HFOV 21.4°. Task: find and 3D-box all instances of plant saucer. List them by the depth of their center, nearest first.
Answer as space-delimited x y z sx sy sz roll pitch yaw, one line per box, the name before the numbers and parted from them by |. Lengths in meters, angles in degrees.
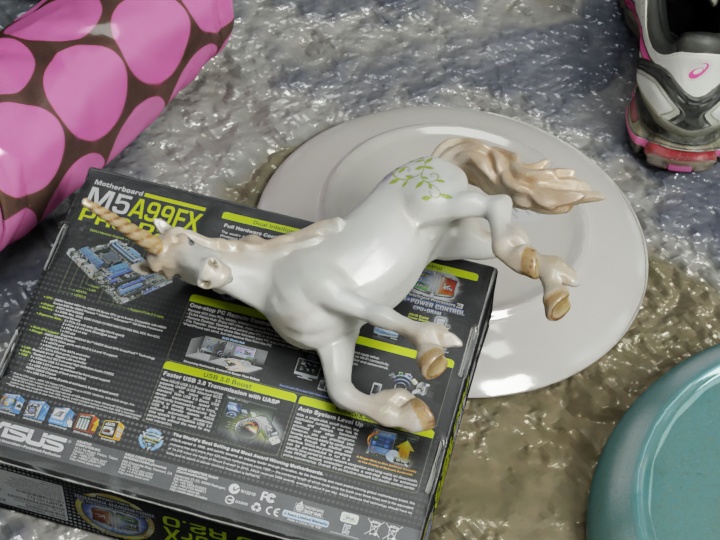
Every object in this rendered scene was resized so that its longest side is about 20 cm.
plant saucer | 0.195 0.103 0.813 0.198 0.028 0.201 -5 54 7

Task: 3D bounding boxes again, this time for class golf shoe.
golf shoe | 0.182 -0.149 1.037 0.072 0.093 0.201 4 45 0

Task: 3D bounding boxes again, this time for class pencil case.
pencil case | -0.153 -0.096 0.957 0.093 0.091 0.200 18 44 29

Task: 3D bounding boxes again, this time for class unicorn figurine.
unicorn figurine | 0.000 0.000 0.818 0.199 0.074 0.137 -26 49 -36

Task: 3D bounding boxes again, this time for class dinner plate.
dinner plate | 0.046 -0.020 0.948 0.198 0.024 0.201 4 47 -4

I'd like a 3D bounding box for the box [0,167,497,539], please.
box | -0.053 0.049 0.843 0.198 0.044 0.161 14 55 7
